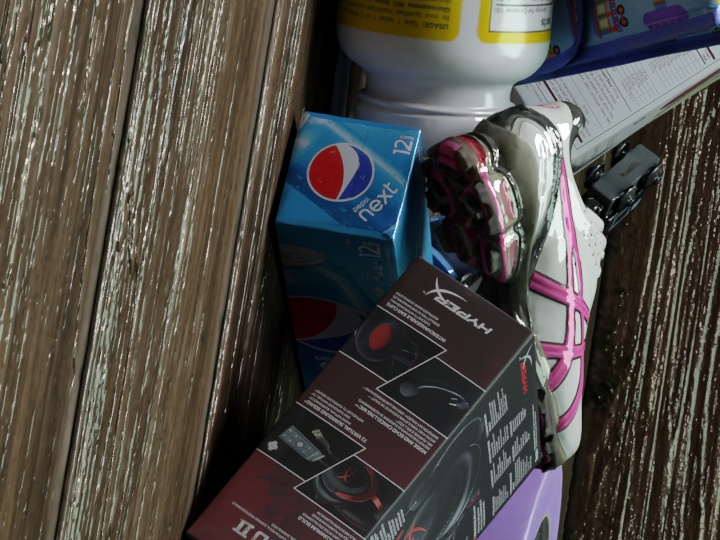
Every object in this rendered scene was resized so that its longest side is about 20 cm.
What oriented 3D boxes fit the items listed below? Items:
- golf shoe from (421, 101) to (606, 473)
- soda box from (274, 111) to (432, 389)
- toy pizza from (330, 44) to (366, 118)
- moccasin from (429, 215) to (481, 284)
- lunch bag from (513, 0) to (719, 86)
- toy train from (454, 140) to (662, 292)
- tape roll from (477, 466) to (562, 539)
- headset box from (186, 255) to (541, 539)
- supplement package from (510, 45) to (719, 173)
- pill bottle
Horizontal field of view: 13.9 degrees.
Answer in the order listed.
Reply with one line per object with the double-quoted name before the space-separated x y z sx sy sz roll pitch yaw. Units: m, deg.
"golf shoe" 0.096 0.010 1.509 0.092 0.073 0.201 -26 123 -25
"soda box" 0.000 0.000 1.542 0.200 0.064 0.068 81 20 -61
"toy pizza" 0.016 -0.098 1.655 0.200 0.031 0.202 9 90 -81
"moccasin" 0.043 0.009 1.712 0.068 0.081 0.200 -33 172 -18
"lunch bag" 0.126 -0.184 1.562 0.094 0.199 0.152 -6 86 -47
"toy train" 0.103 -0.011 1.642 0.200 0.034 0.046 -38 160 -41
"tape roll" 0.051 0.193 1.648 0.200 0.084 0.201 10 90 -80
"headset box" 0.000 0.115 1.428 0.200 0.075 0.149 -50 159 -19
"supplement package" 0.156 -0.164 1.728 0.148 0.199 0.191 58 -2 2
"pill bottle" 0.046 -0.162 1.517 0.112 0.112 0.201 -42 138 -76
